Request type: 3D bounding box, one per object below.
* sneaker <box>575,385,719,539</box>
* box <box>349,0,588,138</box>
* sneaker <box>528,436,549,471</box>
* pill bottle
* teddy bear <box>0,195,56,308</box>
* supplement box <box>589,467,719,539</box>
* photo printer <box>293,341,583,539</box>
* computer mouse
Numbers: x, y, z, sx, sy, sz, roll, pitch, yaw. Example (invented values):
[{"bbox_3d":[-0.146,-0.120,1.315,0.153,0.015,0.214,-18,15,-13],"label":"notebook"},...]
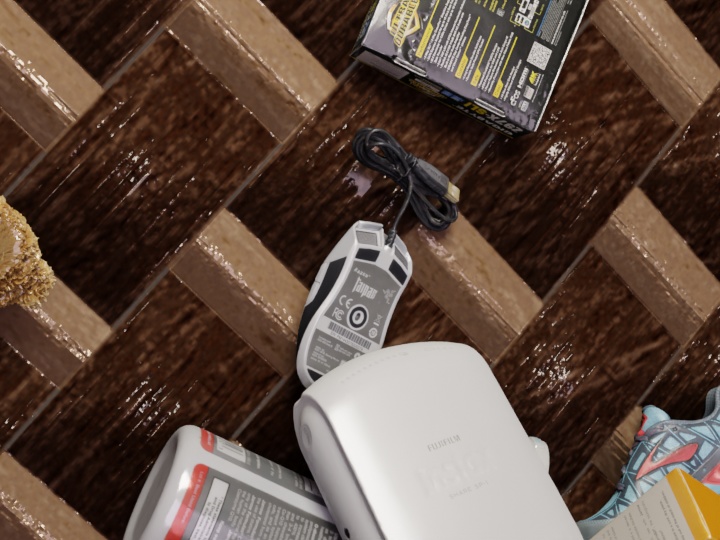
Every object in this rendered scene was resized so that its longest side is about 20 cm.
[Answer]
[{"bbox_3d":[0.252,0.165,0.911,0.198,0.079,0.096,-28,76,-11],"label":"sneaker"},{"bbox_3d":[0.102,-0.231,0.859,0.158,0.049,0.203,23,87,-12],"label":"box"},{"bbox_3d":[0.088,0.226,0.867,0.081,0.074,0.203,16,80,-7],"label":"sneaker"},{"bbox_3d":[-0.066,0.206,0.797,0.198,0.116,0.117,28,85,-13],"label":"pill bottle"},{"bbox_3d":[-0.314,0.022,0.760,0.144,0.067,0.201,39,89,-3],"label":"teddy bear"},{"bbox_3d":[0.223,0.261,0.840,0.125,0.074,0.200,32,115,-26],"label":"supplement box"},{"bbox_3d":[0.052,0.148,0.783,0.164,0.070,0.202,-13,63,-32],"label":"photo printer"},{"bbox_3d":[0.000,0.000,0.840,0.109,0.044,0.202,30,84,-34],"label":"computer mouse"}]
